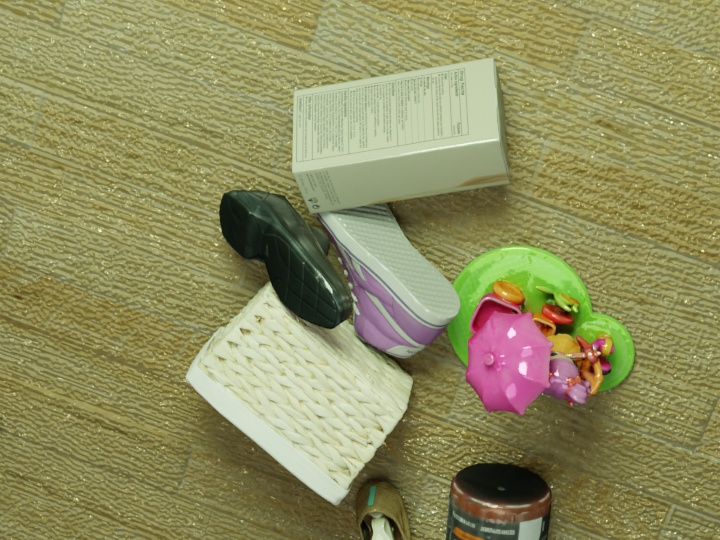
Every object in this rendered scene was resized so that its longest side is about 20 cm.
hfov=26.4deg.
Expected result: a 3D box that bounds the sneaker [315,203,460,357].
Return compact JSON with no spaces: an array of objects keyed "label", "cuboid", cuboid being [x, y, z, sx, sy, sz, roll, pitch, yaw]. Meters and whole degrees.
[{"label":"sneaker","cuboid":[0.000,0.000,1.520,0.201,0.072,0.114,53,138,11]}]

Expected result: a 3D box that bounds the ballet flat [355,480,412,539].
[{"label":"ballet flat","cuboid":[0.038,0.320,1.609,0.067,0.072,0.202,-12,105,12]}]

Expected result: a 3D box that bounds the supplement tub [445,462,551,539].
[{"label":"supplement tub","cuboid":[0.136,0.308,1.572,0.105,0.107,0.203,5,107,7]}]

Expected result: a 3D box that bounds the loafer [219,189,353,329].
[{"label":"loafer","cuboid":[-0.058,-0.020,1.467,0.200,0.072,0.073,48,139,37]}]

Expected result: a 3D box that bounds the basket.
[{"label":"basket","cuboid":[-0.054,0.110,1.530,0.200,0.136,0.124,41,104,-4]}]

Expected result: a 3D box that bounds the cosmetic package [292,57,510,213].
[{"label":"cosmetic package","cuboid":[0.038,-0.126,1.449,0.197,0.106,0.071,-7,146,12]}]

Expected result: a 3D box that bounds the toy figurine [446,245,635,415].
[{"label":"toy figurine","cuboid":[0.169,0.085,1.458,0.198,0.184,0.151,26,109,0]}]
